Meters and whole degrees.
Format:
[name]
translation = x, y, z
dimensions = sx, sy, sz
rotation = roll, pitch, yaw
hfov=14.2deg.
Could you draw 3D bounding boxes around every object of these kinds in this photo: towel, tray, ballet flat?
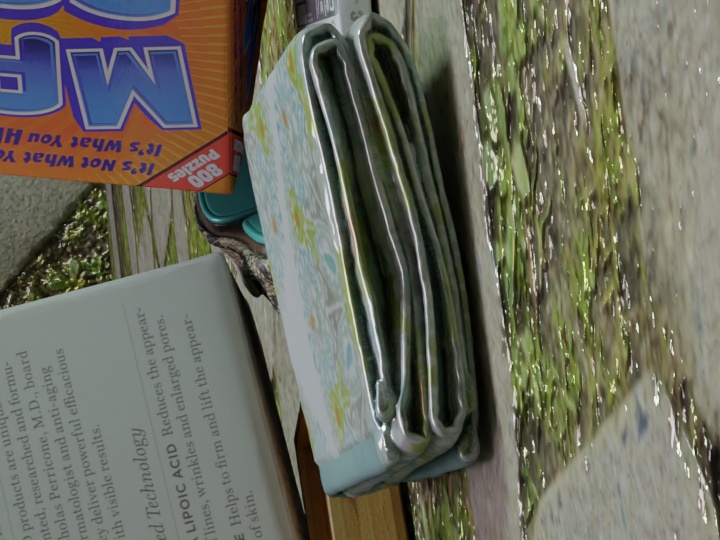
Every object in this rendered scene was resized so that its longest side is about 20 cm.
[towel]
translation = 0.000, 0.000, 1.130
dimensions = 0.200, 0.048, 0.172
rotation = 139, 120, -77
[tray]
translation = 0.004, 0.150, 1.287
dimensions = 0.099, 0.037, 0.200
rotation = 103, 159, -66
[ballet flat]
translation = -0.038, -0.010, 1.385
dimensions = 0.200, 0.068, 0.075
rotation = -126, 19, -69

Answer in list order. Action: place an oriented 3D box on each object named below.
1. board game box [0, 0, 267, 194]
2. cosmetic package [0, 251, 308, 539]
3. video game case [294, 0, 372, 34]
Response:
[board game box]
translation = -0.146, -0.183, 1.368
dimensions = 0.200, 0.199, 0.200
rotation = 92, -176, -46
[cosmetic package]
translation = -0.135, 0.103, 1.382
dimensions = 0.165, 0.200, 0.165
rotation = 72, -177, -81
[video game case]
translation = -0.015, -0.145, 1.270
dimensions = 0.143, 0.018, 0.201
rotation = -159, 63, -82
